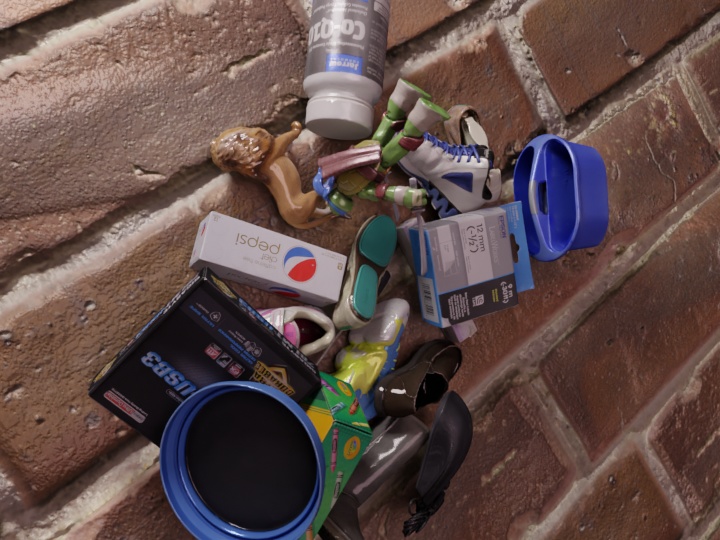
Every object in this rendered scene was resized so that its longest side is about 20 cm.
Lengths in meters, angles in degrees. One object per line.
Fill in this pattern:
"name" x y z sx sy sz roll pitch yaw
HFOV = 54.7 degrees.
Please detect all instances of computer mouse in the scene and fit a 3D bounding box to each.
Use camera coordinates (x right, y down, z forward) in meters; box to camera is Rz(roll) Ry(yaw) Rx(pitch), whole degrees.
"computer mouse" 0.120 0.268 0.973 0.052 0.138 0.202 17 102 20

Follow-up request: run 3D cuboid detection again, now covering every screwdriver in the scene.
"screwdriver" -0.021 0.072 0.999 0.029 0.028 0.200 46 68 -9

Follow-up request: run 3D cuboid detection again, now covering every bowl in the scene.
"bowl" -0.132 0.223 0.794 0.199 0.039 0.202 2 96 15

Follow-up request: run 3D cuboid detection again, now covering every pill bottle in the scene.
"pill bottle" -0.021 -0.295 0.982 0.113 0.114 0.202 8 82 -24

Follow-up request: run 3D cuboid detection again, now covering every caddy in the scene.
"caddy" 0.310 -0.115 1.109 0.104 0.141 0.202 -1 86 -28

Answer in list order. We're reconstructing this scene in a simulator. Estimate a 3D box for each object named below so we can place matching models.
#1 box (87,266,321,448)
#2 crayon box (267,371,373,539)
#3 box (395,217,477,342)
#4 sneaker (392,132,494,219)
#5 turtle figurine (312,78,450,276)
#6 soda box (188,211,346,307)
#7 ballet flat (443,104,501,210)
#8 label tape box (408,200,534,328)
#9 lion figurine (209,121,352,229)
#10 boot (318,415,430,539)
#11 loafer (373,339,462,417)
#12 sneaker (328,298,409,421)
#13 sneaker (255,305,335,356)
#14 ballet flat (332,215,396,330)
"box" -0.184 0.132 0.842 0.198 0.050 0.200 -43 111 4
"crayon box" -0.067 0.243 0.865 0.058 0.119 0.201 24 103 -22
"box" 0.114 0.015 1.063 0.039 0.041 0.201 -31 98 -23
"sneaker" 0.133 -0.165 1.035 0.200 0.115 0.081 49 25 -20
"turtle figurine" 0.055 -0.139 0.940 0.199 0.144 0.195 32 112 -4
"soda box" -0.123 -0.011 0.937 0.199 0.064 0.069 18 72 -22
"ballet flat" 0.184 -0.165 1.094 0.068 0.067 0.201 -25 97 -24
"label tape box" 0.180 -0.013 1.024 0.199 0.066 0.144 -14 101 -19
"lion figurine" -0.105 -0.121 0.948 0.200 0.072 0.122 50 54 -6
"boot" 0.019 0.280 0.931 0.199 0.182 0.073 -30 118 -20
"loafer" 0.100 0.162 0.997 0.200 0.071 0.074 -29 121 -48
"sneaker" 0.019 0.138 1.003 0.200 0.075 0.105 -50 125 -20
"sneaker" -0.120 0.083 0.921 0.199 0.088 0.082 -11 91 -25
"ballet flat" 0.000 0.000 0.994 0.067 0.062 0.201 38 46 -21
